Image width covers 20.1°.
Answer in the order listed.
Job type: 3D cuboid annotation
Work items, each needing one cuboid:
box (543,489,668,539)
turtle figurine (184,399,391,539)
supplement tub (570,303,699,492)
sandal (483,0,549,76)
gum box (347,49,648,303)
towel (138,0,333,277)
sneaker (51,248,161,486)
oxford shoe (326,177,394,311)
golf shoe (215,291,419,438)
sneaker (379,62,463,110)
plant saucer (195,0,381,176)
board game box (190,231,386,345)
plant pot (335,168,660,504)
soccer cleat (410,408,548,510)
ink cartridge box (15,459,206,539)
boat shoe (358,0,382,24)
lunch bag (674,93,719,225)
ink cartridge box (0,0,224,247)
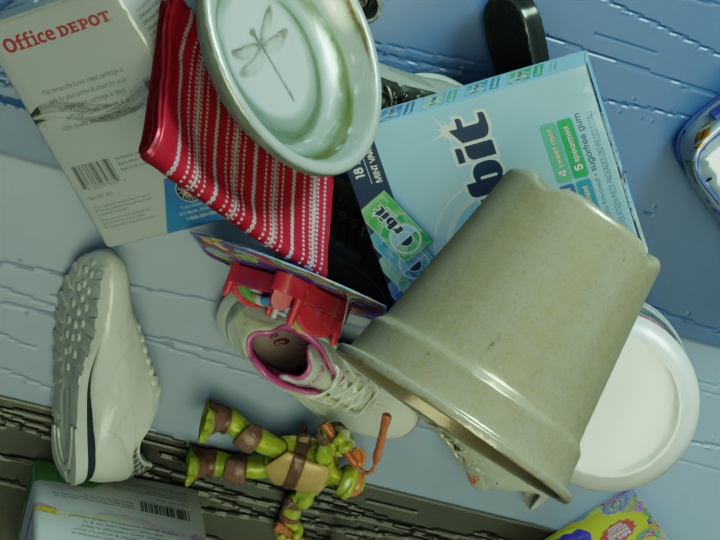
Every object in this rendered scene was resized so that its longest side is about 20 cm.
[{"bbox_3d":[0.213,0.335,1.776,0.200,0.122,0.193,-31,111,3],"label":"box"},{"bbox_3d":[-0.058,0.155,1.692,0.161,0.065,0.200,17,138,-9],"label":"turtle figurine"},{"bbox_3d":[0.197,0.092,1.633,0.140,0.200,0.141,0,95,5],"label":"supplement tub"},{"bbox_3d":[0.149,-0.129,1.636,0.048,0.075,0.201,-22,112,-29],"label":"sandal"},{"bbox_3d":[0.102,-0.058,1.557,0.199,0.045,0.171,-16,109,13],"label":"gum box"},{"bbox_3d":[-0.084,-0.097,1.484,0.022,0.145,0.200,-19,142,34],"label":"towel"},{"bbox_3d":[-0.203,0.077,1.654,0.080,0.076,0.201,-2,111,-27],"label":"sneaker"},{"bbox_3d":[0.000,0.000,1.662,0.084,0.073,0.200,-17,131,37],"label":"oxford shoe"},{"bbox_3d":[-0.031,0.089,1.668,0.200,0.092,0.075,32,100,-20],"label":"golf shoe"},{"bbox_3d":[0.020,-0.129,1.608,0.199,0.079,0.074,18,103,-16],"label":"sneaker"},{"bbox_3d":[-0.063,-0.159,1.479,0.050,0.200,0.200,-19,116,35],"label":"plant saucer"},{"bbox_3d":[-0.059,0.024,1.562,0.157,0.200,0.039,21,83,3],"label":"board game box"},{"bbox_3d":[0.115,0.037,1.462,0.200,0.200,0.184,36,85,-19],"label":"plant pot"},{"bbox_3d":[0.100,0.144,1.707,0.200,0.069,0.078,28,99,-31],"label":"soccer cleat"},{"bbox_3d":[-0.201,0.240,1.632,0.144,0.200,0.084,12,106,-13],"label":"ink cartridge box"},{"bbox_3d":[-0.076,-0.236,1.559,0.199,0.068,0.074,26,103,-17],"label":"boat shoe"},{"bbox_3d":[0.369,-0.110,1.676,0.200,0.076,0.160,-38,108,5],"label":"lunch bag"},{"bbox_3d":[-0.170,-0.132,1.537,0.145,0.084,0.200,-11,117,38],"label":"ink cartridge box"}]
